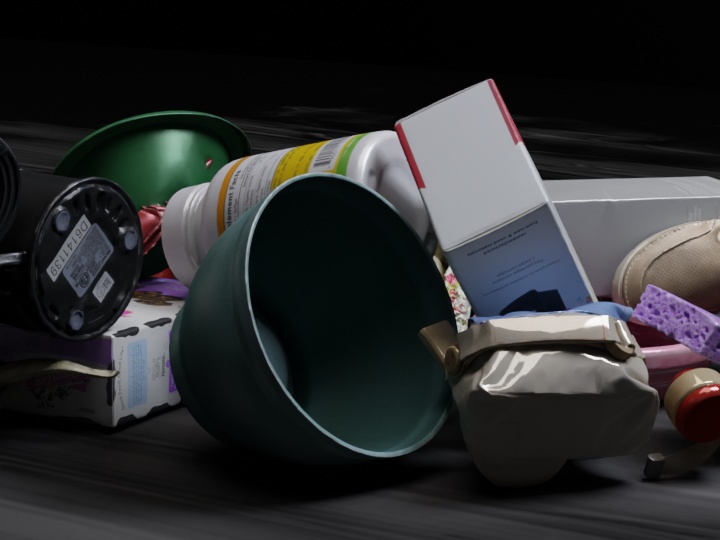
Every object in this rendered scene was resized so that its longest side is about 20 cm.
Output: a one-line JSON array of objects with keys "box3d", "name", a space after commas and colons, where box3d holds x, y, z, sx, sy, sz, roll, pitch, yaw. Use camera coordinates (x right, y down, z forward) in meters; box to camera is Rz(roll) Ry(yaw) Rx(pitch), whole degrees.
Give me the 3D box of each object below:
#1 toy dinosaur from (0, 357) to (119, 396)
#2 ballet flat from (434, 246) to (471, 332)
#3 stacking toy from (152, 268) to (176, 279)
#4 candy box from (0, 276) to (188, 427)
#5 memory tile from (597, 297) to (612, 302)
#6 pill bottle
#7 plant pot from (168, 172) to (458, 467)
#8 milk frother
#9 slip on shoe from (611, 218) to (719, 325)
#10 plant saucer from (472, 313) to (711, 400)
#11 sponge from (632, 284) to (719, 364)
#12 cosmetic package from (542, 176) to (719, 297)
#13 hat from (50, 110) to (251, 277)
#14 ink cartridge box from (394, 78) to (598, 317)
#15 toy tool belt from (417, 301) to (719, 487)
[{"box3d": [-0.277, 0.085, 1.657, 0.199, 0.048, 0.088, -2, 24, 31], "name": "toy dinosaur"}, {"box3d": [0.058, 0.006, 1.855, 0.075, 0.064, 0.201, -36, 26, 28], "name": "ballet flat"}, {"box3d": [-0.092, -0.005, 2.087, 0.199, 0.086, 0.085, -8, 14, -19], "name": "stacking toy"}, {"box3d": [-0.200, 0.056, 1.776, 0.167, 0.072, 0.200, 7, 13, 28], "name": "candy box"}, {"box3d": [0.176, 0.011, 1.917, 0.199, 0.017, 0.153, -4, 12, -19], "name": "memory tile"}, {"box3d": [-0.049, -0.036, 1.741, 0.199, 0.112, 0.111, -9, 4, 35], "name": "pill bottle"}, {"box3d": [-0.047, 0.049, 1.596, 0.134, 0.202, 0.200, -24, -8, 41], "name": "plant pot"}, {"box3d": [-0.288, -0.040, 1.636, 0.187, 0.201, 0.181, 11, 39, 35], "name": "milk frother"}, {"box3d": [0.293, -0.004, 1.798, 0.199, 0.077, 0.061, -10, 5, -15], "name": "slip on shoe"}, {"box3d": [0.185, 0.064, 1.824, 0.199, 0.051, 0.201, 0, 12, 0], "name": "plant saucer"}, {"box3d": [0.299, 0.070, 1.655, 0.199, 0.030, 0.112, 25, 3, -24], "name": "sponge"}, {"box3d": [0.210, -0.028, 1.861, 0.199, 0.091, 0.107, -5, 12, -14], "name": "cosmetic package"}, {"box3d": [-0.157, -0.010, 1.837, 0.199, 0.166, 0.177, -6, 55, -23], "name": "hat"}, {"box3d": [0.110, -0.013, 1.669, 0.082, 0.200, 0.146, -25, 44, 5], "name": "ink cartridge box"}, {"box3d": [0.148, 0.067, 1.578, 0.199, 0.126, 0.123, -3, 35, -18], "name": "toy tool belt"}]
